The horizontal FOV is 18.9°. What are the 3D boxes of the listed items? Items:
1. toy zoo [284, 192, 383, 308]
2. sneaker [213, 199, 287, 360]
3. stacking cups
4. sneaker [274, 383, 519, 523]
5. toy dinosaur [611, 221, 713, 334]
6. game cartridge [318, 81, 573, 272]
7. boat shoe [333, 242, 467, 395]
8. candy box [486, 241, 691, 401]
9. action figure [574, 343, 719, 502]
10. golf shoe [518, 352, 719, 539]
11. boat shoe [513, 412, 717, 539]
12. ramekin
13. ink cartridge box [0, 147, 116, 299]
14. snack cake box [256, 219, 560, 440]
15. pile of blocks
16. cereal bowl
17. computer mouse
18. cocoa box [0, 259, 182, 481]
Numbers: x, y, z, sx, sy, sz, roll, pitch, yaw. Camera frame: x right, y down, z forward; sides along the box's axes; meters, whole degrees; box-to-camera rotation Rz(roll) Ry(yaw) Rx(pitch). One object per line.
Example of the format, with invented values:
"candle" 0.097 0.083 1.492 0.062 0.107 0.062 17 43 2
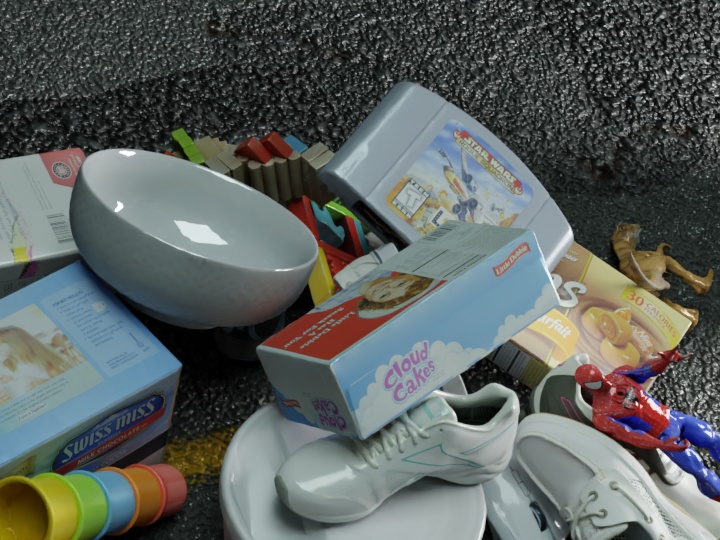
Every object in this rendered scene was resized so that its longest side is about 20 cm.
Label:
"toy zoo" 0.000 0.000 1.817 0.131 0.020 0.201 25 35 -39
"sneaker" -0.073 -0.018 1.815 0.073 0.082 0.201 11 44 -1
"stacking cups" -0.195 0.167 1.568 0.060 0.061 0.200 36 16 18
"sneaker" 0.029 0.125 1.583 0.199 0.080 0.071 -15 55 -25
"toy dinosaur" 0.253 0.009 1.881 0.106 0.061 0.200 26 10 -7
"game cartridge" 0.076 -0.056 1.771 0.200 0.042 0.133 42 66 -5
"boat shoe" 0.037 0.078 1.707 0.069 0.071 0.201 -25 76 -2
"candy box" 0.163 0.038 1.816 0.199 0.055 0.116 34 62 7
"action figure" 0.256 0.123 1.663 0.199 0.099 0.066 32 68 -16
"golf shoe" 0.221 0.151 1.726 0.199 0.088 0.077 34 35 5
"boat shoe" 0.192 0.189 1.657 0.200 0.071 0.069 38 45 9
"ramekin" -0.013 0.193 1.628 0.201 0.095 0.203 8 46 -9
"ink cartridge box" -0.306 -0.025 1.766 0.199 0.068 0.117 -11 51 -26
"snack cake box" 0.036 0.041 1.607 0.199 0.068 0.115 -33 22 -24
"pile of blocks" -0.100 -0.095 1.791 0.198 0.062 0.082 -6 48 -1
"cereal bowl" -0.137 -0.014 1.666 0.199 0.084 0.200 21 19 -8
"computer mouse" 0.128 0.188 1.707 0.109 0.044 0.200 -25 59 -32
"cocoa box" -0.253 0.110 1.610 0.199 0.132 0.133 -28 60 -35
